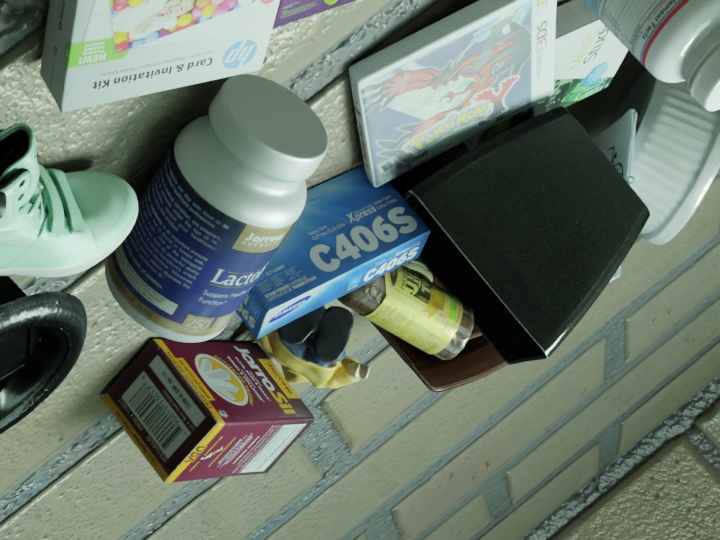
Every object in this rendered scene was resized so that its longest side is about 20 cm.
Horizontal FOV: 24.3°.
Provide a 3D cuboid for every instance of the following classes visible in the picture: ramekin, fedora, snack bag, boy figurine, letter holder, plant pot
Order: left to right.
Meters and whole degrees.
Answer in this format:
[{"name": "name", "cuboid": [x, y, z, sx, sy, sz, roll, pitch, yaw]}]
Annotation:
[{"name": "fedora", "cuboid": [-0.303, 0.060, 1.228, 0.200, 0.092, 0.201, -35, 159, -15]}, {"name": "boy figurine", "cuboid": [-0.047, 0.080, 1.703, 0.065, 0.123, 0.200, -63, 177, -13]}, {"name": "letter holder", "cuboid": [0.126, 0.033, 1.865, 0.199, 0.142, 0.101, -22, 153, -41]}, {"name": "plant pot", "cuboid": [0.164, -0.043, 1.627, 0.177, 0.201, 0.200, -39, 180, -7]}, {"name": "snack bag", "cuboid": [0.242, -0.061, 1.805, 0.021, 0.202, 0.188, 16, 160, -15]}, {"name": "ramekin", "cuboid": [0.331, -0.138, 1.843, 0.202, 0.093, 0.204, -156, -90, -84]}]

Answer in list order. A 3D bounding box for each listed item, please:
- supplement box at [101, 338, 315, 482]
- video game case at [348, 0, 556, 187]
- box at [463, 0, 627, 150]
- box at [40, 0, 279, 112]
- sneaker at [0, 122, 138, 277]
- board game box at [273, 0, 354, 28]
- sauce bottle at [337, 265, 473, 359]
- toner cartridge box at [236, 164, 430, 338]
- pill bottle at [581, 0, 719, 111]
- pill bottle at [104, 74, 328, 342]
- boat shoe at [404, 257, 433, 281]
[{"name": "supplement box", "cuboid": [-0.145, 0.136, 1.639, 0.086, 0.111, 0.199, -46, 159, 16]}, {"name": "video game case", "cuboid": [0.087, -0.169, 1.495, 0.198, 0.023, 0.183, -27, 154, -8]}, {"name": "box", "cuboid": [0.193, -0.205, 1.647, 0.199, 0.036, 0.145, -26, 156, -30]}, {"name": "box", "cuboid": [-0.118, -0.197, 1.065, 0.154, 0.041, 0.201, -16, 149, -29]}, {"name": "sneaker", "cuboid": [-0.220, -0.053, 1.162, 0.199, 0.074, 0.118, -16, 155, -43]}, {"name": "board game box", "cuboid": [-0.032, -0.233, 1.204, 0.199, 0.032, 0.120, -25, 157, -37]}, {"name": "sauce bottle", "cuboid": [0.020, 0.019, 1.618, 0.199, 0.065, 0.065, 29, 115, -28]}, {"name": "toner cartridge box", "cuboid": [-0.040, -0.022, 1.526, 0.199, 0.095, 0.043, -27, 155, -34]}, {"name": "pill bottle", "cuboid": [0.271, -0.240, 1.477, 0.108, 0.200, 0.109, -34, 160, -15]}, {"name": "pill bottle", "cuboid": [-0.112, -0.049, 1.313, 0.115, 0.116, 0.201, -14, 147, -50]}, {"name": "boat shoe", "cuboid": [0.000, 0.000, 1.688, 0.199, 0.063, 0.071, -7, 144, -53]}]
